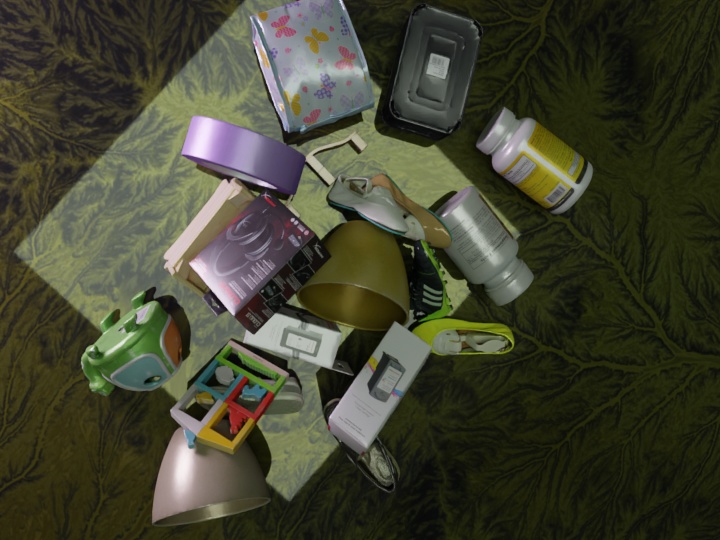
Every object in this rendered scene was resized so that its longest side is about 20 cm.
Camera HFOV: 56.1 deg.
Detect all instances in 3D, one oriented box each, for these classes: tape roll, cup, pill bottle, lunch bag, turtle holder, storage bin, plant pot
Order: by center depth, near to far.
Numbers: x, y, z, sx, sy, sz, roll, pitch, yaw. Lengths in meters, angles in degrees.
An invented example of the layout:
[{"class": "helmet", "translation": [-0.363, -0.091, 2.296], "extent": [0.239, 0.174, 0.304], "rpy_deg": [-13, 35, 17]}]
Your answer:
[{"class": "tape roll", "translation": [-0.191, -0.188, 1.119], "extent": [0.196, 0.200, 0.067], "rpy_deg": [19, 90, -8]}, {"class": "turtle holder", "translation": [-0.387, 0.144, 1.141], "extent": [0.185, 0.140, 0.132], "rpy_deg": [-43, 114, -13]}, {"class": "cup", "translation": [-0.260, 0.339, 1.154], "extent": [0.196, 0.201, 0.146], "rpy_deg": [-10, 68, -7]}, {"class": "lunch bag", "translation": [-0.083, -0.349, 1.167], "extent": [0.167, 0.127, 0.203], "rpy_deg": [-22, 86, -8]}, {"class": "plant pot", "translation": [0.000, 0.000, 1.173], "extent": [0.196, 0.200, 0.145], "rpy_deg": [16, 67, -8]}, {"class": "storage bin", "translation": [0.126, -0.350, 1.209], "extent": [0.132, 0.094, 0.204], "rpy_deg": [14, 91, -8]}, {"class": "pill bottle", "translation": [0.220, -0.041, 1.224], "extent": [0.114, 0.114, 0.201], "rpy_deg": [-40, 97, -4]}, {"class": "pill bottle", "translation": [0.313, -0.203, 1.231], "extent": [0.198, 0.112, 0.113], "rpy_deg": [35, 88, -8]}]

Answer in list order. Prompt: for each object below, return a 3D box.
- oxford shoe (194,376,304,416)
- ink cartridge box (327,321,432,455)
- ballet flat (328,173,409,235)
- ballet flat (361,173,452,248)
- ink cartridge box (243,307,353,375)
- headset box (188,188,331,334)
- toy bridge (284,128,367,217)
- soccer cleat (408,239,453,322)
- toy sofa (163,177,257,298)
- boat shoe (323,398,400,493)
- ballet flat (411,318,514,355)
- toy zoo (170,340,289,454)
[{"class": "oxford shoe", "translation": [-0.197, 0.221, 1.213], "extent": [0.195, 0.076, 0.059], "rpy_deg": [-1, 48, 0]}, {"class": "ink cartridge box", "translation": [0.031, 0.207, 1.166], "extent": [0.085, 0.148, 0.201], "rpy_deg": [32, 71, 9]}, {"class": "ballet flat", "translation": [0.014, -0.121, 1.160], "extent": [0.069, 0.199, 0.071], "rpy_deg": [-18, 122, -33]}, {"class": "ballet flat", "translation": [0.076, -0.094, 1.189], "extent": [0.062, 0.069, 0.200], "rpy_deg": [-31, 57, -23]}, {"class": "ink cartridge box", "translation": [-0.100, 0.116, 1.187], "extent": [0.196, 0.116, 0.069], "rpy_deg": [18, 91, -9]}, {"class": "headset box", "translation": [-0.170, -0.010, 1.094], "extent": [0.200, 0.077, 0.149], "rpy_deg": [-44, 55, -7]}, {"class": "toy bridge", "translation": [-0.073, -0.182, 1.222], "extent": [0.067, 0.027, 0.200], "rpy_deg": [43, 86, -6]}, {"class": "soccer cleat", "translation": [0.111, 0.026, 1.192], "extent": [0.080, 0.068, 0.202], "rpy_deg": [-21, 139, 1]}, {"class": "toy sofa", "translation": [-0.250, -0.058, 1.186], "extent": [0.083, 0.097, 0.201], "rpy_deg": [40, 87, -32]}, {"class": "boat shoe", "translation": [0.007, 0.320, 1.236], "extent": [0.073, 0.065, 0.201], "rpy_deg": [-42, 96, -2]}, {"class": "ballet flat", "translation": [0.192, 0.128, 1.248], "extent": [0.195, 0.067, 0.068], "rpy_deg": [1, 112, -8]}, {"class": "toy zoo", "translation": [-0.227, 0.221, 1.144], "extent": [0.129, 0.021, 0.201], "rpy_deg": [25, 50, 14]}]
